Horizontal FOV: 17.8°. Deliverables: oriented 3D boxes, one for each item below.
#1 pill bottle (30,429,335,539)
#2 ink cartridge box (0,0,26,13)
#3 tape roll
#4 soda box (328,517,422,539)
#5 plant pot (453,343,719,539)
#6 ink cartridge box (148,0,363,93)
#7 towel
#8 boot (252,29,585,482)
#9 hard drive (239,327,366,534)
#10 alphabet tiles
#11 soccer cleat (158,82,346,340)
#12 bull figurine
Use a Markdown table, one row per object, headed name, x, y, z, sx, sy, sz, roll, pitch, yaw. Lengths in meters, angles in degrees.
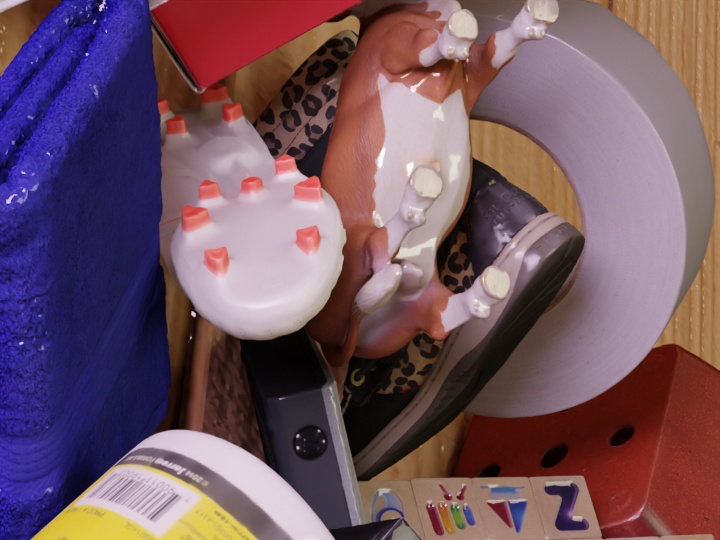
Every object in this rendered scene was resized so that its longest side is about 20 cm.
| name | x | y | z | sx | sy | sz | roll | pitch | yaw |
| --- | --- | --- | --- | --- | --- | --- | --- | --- | --- |
| pill bottle | -0.097 | 0.153 | 0.749 | 0.200 | 0.112 | 0.113 | -42 | 123 | -32 |
| ink cartridge box | -0.163 | -0.190 | 0.800 | 0.145 | 0.083 | 0.202 | -42 | 119 | -62 |
| tape roll | 0.067 | -0.034 | 1.101 | 0.066 | 0.199 | 0.202 | -44 | 122 | -60 |
| soda box | -0.039 | 0.185 | 0.858 | 0.071 | 0.063 | 0.200 | 50 | 61 | -11 |
| plant pot | 0.145 | 0.160 | 1.238 | 0.177 | 0.199 | 0.201 | 53 | 36 | -26 |
| ink cartridge box | -0.007 | -0.168 | 0.925 | 0.084 | 0.199 | 0.176 | 56 | 9 | -41 |
| towel | -0.111 | 0.011 | 0.825 | 0.148 | 0.049 | 0.201 | -70 | 165 | -51 |
| boot | 0.000 | 0.000 | 1.060 | 0.151 | 0.200 | 0.073 | 47 | 45 | 11 |
| hard drive | -0.013 | 0.132 | 1.001 | 0.140 | 0.033 | 0.202 | -126 | -156 | -77 |
| alphabet tiles | 0.098 | 0.171 | 1.058 | 0.198 | 0.008 | 0.168 | 2 | 58 | -30 |
| soccer cleat | -0.048 | -0.011 | 0.926 | 0.200 | 0.069 | 0.078 | -123 | -158 | -62 |
| bull figurine | 0.021 | -0.060 | 0.945 | 0.065 | 0.121 | 0.202 | 13 | 76 | -25 |
